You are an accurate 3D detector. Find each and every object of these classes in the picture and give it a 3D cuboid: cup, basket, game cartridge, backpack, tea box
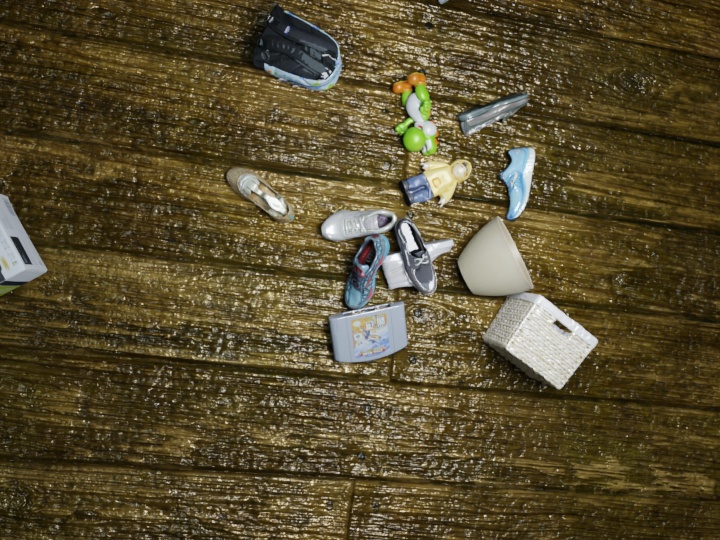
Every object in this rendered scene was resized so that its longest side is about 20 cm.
[{"bbox_3d":[0.333,-0.016,1.453,0.142,0.200,0.203,-27,94,18],"label":"cup"},{"bbox_3d":[0.449,0.174,1.451,0.197,0.200,0.162,36,86,-6],"label":"basket"},{"bbox_3d":[0.022,0.160,1.442,0.196,0.042,0.136,-11,105,-10],"label":"game cartridge"},{"bbox_3d":[-0.140,-0.530,1.405,0.197,0.154,0.166,19,83,13],"label":"backpack"},{"bbox_3d":[-0.857,-0.042,1.268,0.194,0.134,0.203,-28,93,-10],"label":"tea box"}]

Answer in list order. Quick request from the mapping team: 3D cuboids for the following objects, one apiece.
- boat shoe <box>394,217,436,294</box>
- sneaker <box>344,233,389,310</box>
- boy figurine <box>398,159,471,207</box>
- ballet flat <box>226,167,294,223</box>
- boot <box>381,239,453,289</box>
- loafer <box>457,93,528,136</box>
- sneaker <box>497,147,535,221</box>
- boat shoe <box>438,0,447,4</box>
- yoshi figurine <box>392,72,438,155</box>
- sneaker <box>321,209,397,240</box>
[{"bbox_3d":[0.136,-0.034,1.406,0.071,0.063,0.203,-21,90,0],"label":"boat shoe"},{"bbox_3d":[0.000,0.000,1.415,0.078,0.095,0.203,22,95,21],"label":"sneaker"},{"bbox_3d":[0.204,-0.230,1.486,0.197,0.064,0.126,-21,89,-6],"label":"boy figurine"},{"bbox_3d":[-0.245,-0.192,1.408,0.198,0.065,0.071,34,84,-7],"label":"ballet flat"},{"bbox_3d":[0.154,-0.015,1.476,0.196,0.074,0.097,-16,97,-1],"label":"boot"},{"bbox_3d":[0.357,-0.417,1.522,0.196,0.072,0.064,-19,112,-3],"label":"loafer"},{"bbox_3d":[0.410,-0.231,1.527,0.088,0.078,0.204,9,84,10],"label":"sneaker"},{"bbox_3d":[0.293,-0.768,1.510,0.198,0.074,0.066,-18,98,-5],"label":"boat shoe"},{"bbox_3d":[0.138,-0.393,1.463,0.110,0.112,0.204,-16,94,7],"label":"yoshi figurine"},{"bbox_3d":[-0.002,-0.123,1.431,0.196,0.100,0.076,-11,93,-8],"label":"sneaker"}]
